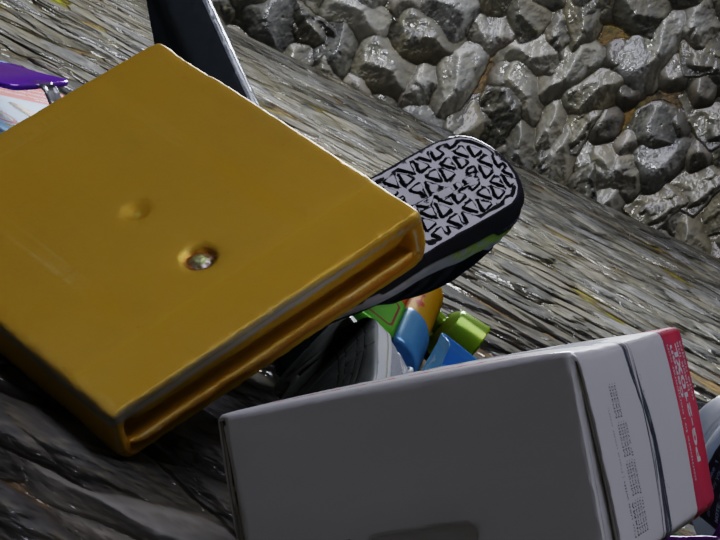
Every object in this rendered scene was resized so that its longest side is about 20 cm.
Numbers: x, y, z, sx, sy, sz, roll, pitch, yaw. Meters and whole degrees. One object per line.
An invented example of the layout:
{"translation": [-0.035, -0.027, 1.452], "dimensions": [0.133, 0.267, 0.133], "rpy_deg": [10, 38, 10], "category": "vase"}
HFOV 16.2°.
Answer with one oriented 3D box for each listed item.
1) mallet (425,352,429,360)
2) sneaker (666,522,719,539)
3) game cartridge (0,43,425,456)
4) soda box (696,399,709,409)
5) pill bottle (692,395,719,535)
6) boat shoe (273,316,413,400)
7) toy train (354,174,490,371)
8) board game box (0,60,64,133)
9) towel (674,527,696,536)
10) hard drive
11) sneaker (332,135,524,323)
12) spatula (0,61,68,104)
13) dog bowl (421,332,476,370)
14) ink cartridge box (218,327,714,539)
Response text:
{"translation": [-0.039, 0.022, 1.531], "dimensions": [0.200, 0.041, 0.066], "rpy_deg": [16, 13, -40], "category": "mallet"}
{"translation": [0.171, 0.162, 1.129], "dimensions": [0.200, 0.088, 0.074], "rpy_deg": [31, 8, 26], "category": "sneaker"}
{"translation": [-0.099, -0.016, 1.149], "dimensions": [0.200, 0.176, 0.032], "rpy_deg": [34, -33, 40], "category": "game cartridge"}
{"translation": [0.158, 0.103, 1.498], "dimensions": [0.063, 0.071, 0.200], "rpy_deg": [9, -3, 31], "category": "soda box"}
{"translation": [0.249, 0.133, 1.336], "dimensions": [0.112, 0.113, 0.200], "rpy_deg": [24, 9, -30], "category": "pill bottle"}
{"translation": [-0.001, 0.068, 1.219], "dimensions": [0.065, 0.074, 0.202], "rpy_deg": [44, -1, -6], "category": "boat shoe"}
{"translation": [0.028, 0.014, 1.487], "dimensions": [0.116, 0.085, 0.200], "rpy_deg": [39, 27, -6], "category": "toy train"}
{"translation": [-0.193, -0.063, 1.445], "dimensions": [0.196, 0.056, 0.200], "rpy_deg": [31, 9, 22], "category": "board game box"}
{"translation": [0.196, 0.180, 1.350], "dimensions": [0.143, 0.023, 0.200], "rpy_deg": [19, 11, -45], "category": "towel"}
{"translation": [-0.066, -0.052, 1.364], "dimensions": [0.140, 0.033, 0.200], "rpy_deg": [84, -16, -55], "category": "hard drive"}
{"translation": [0.000, 0.000, 1.230], "dimensions": [0.200, 0.083, 0.072], "rpy_deg": [-18, 61, -35], "category": "sneaker"}
{"translation": [-0.148, -0.074, 1.375], "dimensions": [0.200, 0.021, 0.056], "rpy_deg": [35, 24, 25], "category": "spatula"}
{"translation": [0.077, 0.099, 1.289], "dimensions": [0.111, 0.050, 0.200], "rpy_deg": [41, 4, -17], "category": "dog bowl"}
{"translation": [0.048, 0.078, 1.005], "dimensions": [0.144, 0.085, 0.200], "rpy_deg": [-12, -2, 17], "category": "ink cartridge box"}
